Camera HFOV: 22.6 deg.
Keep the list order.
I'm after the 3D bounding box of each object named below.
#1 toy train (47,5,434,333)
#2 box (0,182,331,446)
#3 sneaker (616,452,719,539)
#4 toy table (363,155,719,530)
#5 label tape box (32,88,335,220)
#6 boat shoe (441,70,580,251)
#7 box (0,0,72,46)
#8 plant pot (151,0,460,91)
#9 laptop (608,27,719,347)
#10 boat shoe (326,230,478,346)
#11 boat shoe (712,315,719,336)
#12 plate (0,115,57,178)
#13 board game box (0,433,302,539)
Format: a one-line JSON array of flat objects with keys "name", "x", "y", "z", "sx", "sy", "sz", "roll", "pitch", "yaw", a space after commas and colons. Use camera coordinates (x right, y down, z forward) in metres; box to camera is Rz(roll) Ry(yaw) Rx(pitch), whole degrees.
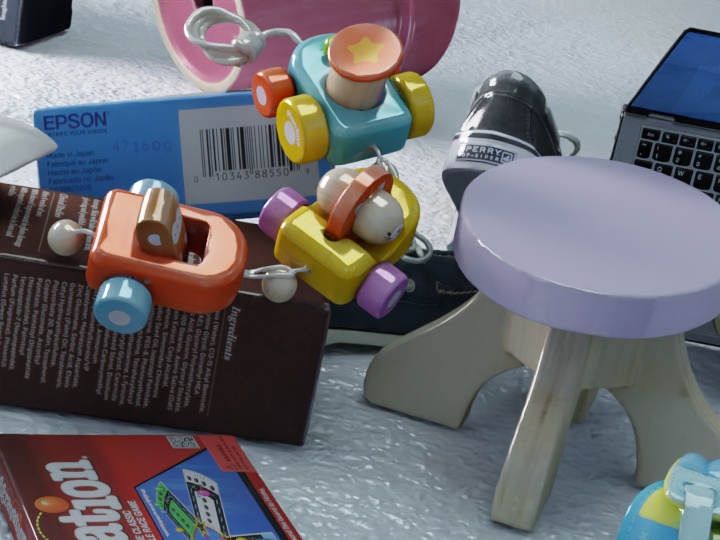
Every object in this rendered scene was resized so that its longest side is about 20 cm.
[{"name": "toy train", "x": -0.041, "y": -0.054, "z": 0.776, "sx": 0.149, "sy": 0.056, "sz": 0.201, "roll": 17, "pitch": 49, "yaw": -2}, {"name": "box", "x": -0.118, "y": 0.015, "z": 0.806, "sx": 0.199, "sy": 0.075, "sz": 0.100, "roll": 8, "pitch": 19, "yaw": -7}, {"name": "sneaker", "x": 0.163, "y": 0.126, "z": 0.649, "sx": 0.130, "sy": 0.080, "sz": 0.200, "roll": 11, "pitch": 9, "yaw": -9}, {"name": "toy table", "x": 0.100, "y": 0.030, "z": 0.823, "sx": 0.183, "sy": 0.118, "sz": 0.200, "roll": 21, "pitch": 21, "yaw": 23}, {"name": "label tape box", "x": -0.085, "y": -0.062, "z": 0.946, "sx": 0.142, "sy": 0.067, "sz": 0.200, "roll": -5, "pitch": 7, "yaw": -1}, {"name": "boat shoe", "x": 0.081, "y": -0.048, "z": 0.979, "sx": 0.073, "sy": 0.068, "sz": 0.199, "roll": 12, "pitch": -17, "yaw": 17}, {"name": "box", "x": -0.323, "y": -0.273, "z": 1.393, "sx": 0.199, "sy": 0.149, "sz": 0.107, "roll": 16, "pitch": 19, "yaw": 10}, {"name": "plant pot", "x": -0.052, "y": -0.218, "z": 1.367, "sx": 0.178, "sy": 0.201, "sz": 0.200, "roll": -22, "pitch": 35, "yaw": -32}, {"name": "laptop", "x": 0.227, "y": -0.028, "z": 0.943, "sx": 0.186, "sy": 0.201, "sz": 0.116, "roll": 11, "pitch": 21, "yaw": -2}, {"name": "boat shoe", "x": 0.000, "y": 0.000, "z": 0.933, "sx": 0.199, "sy": 0.062, "sz": 0.075, "roll": 0, "pitch": 21, "yaw": -32}, {"name": "boat shoe", "x": 0.286, "y": 0.052, "z": 0.959, "sx": 0.200, "sy": 0.072, "sz": 0.066, "roll": 14, "pitch": 34, "yaw": -5}, {"name": "plate", "x": -0.267, "y": -0.037, "z": 0.780, "sx": 0.199, "sy": 0.032, "sz": 0.200, "roll": 7, "pitch": 27, "yaw": 39}, {"name": "board game box", "x": -0.064, "y": 0.110, "z": 0.643, "sx": 0.102, "sy": 0.020, "sz": 0.200, "roll": 2, "pitch": 21, "yaw": -24}]
